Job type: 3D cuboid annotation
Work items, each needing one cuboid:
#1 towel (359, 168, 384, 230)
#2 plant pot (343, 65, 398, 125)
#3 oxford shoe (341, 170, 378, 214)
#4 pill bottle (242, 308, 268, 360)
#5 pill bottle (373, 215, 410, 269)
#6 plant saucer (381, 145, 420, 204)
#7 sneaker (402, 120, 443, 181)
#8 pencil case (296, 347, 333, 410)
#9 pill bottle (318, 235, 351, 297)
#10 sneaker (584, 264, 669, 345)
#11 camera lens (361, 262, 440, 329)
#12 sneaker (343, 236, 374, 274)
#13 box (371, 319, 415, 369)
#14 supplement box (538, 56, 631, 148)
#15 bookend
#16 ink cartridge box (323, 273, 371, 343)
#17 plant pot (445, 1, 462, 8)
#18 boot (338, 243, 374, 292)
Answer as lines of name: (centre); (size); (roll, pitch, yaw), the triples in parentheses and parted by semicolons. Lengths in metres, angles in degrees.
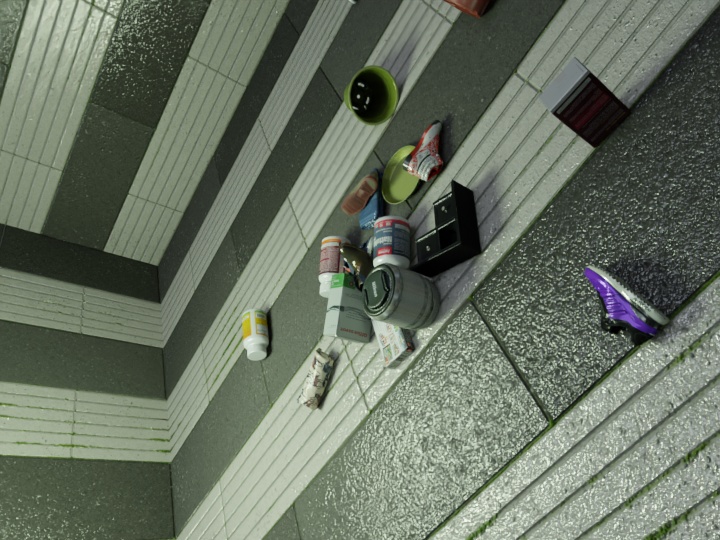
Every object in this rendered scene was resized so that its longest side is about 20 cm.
towel: (0.041, -0.251, 1.863); (0.110, 0.048, 0.206); (-24, 59, 46)
plant pot: (0.020, -0.655, 1.966); (0.205, 0.196, 0.190); (-67, 23, 7)
oxford shoe: (0.004, -0.272, 1.843); (0.199, 0.070, 0.076); (-39, 21, 41)
pill bottle: (-0.453, 0.278, 2.257); (0.111, 0.109, 0.204); (-42, 46, 35)
pill bottle: (0.098, -0.056, 1.646); (0.118, 0.117, 0.206); (-21, 60, 47)
plant saucer: (0.146, -0.318, 1.762); (0.198, 0.031, 0.206); (-27, 55, 45)
sneaker: (0.229, -0.374, 1.654); (0.107, 0.068, 0.203); (32, 75, 18)
pencil case: (-0.158, 0.382, 1.847); (0.088, 0.077, 0.205); (24, 96, 39)
pill bottle: (-0.093, -0.010, 1.889); (0.113, 0.112, 0.206); (-18, 62, 48)
sneaker: (0.517, 0.073, 1.070); (0.101, 0.068, 0.201); (-59, 37, 21)
camera lens: (0.113, 0.077, 1.501); (0.158, 0.196, 0.165); (-25, 56, 45)
sneaker: (-0.009, -0.053, 1.757); (0.076, 0.083, 0.202); (-63, 0, -39)
box: (0.095, 0.187, 1.620); (0.110, 0.034, 0.204); (-46, 43, 32)
supplement box: (0.500, -0.368, 1.162); (0.109, 0.196, 0.062); (-47, 42, 29)
bookend: (0.235, -0.115, 1.507); (0.197, 0.090, 0.206); (-28, 54, 45)
ink cartridge box: (-0.033, 0.128, 1.724); (0.082, 0.144, 0.206); (-9, 68, 52)
plant pot: (0.351, -0.908, 1.609); (0.199, 0.196, 0.202); (-65, 36, 24)
boot: (0.000, 0.000, 1.671); (0.075, 0.198, 0.098); (-48, 8, 46)
